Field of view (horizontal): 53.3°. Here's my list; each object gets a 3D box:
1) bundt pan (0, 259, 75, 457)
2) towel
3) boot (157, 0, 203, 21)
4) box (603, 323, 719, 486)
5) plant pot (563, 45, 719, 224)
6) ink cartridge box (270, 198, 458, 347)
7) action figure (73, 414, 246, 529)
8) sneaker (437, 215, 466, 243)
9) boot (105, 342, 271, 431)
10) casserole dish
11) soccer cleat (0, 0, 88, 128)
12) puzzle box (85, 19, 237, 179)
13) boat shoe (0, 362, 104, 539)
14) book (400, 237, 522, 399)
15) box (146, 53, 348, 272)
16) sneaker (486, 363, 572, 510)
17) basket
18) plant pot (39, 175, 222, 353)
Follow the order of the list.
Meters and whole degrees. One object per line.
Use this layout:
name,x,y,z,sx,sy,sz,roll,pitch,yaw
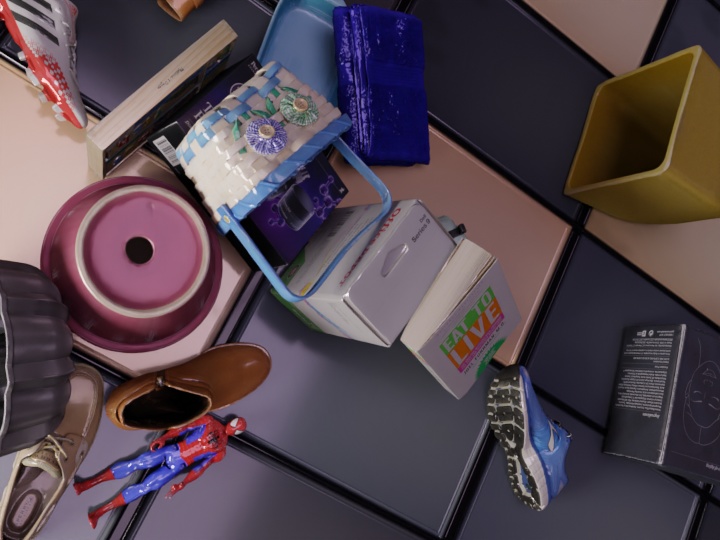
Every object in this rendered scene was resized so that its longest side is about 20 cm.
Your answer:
bundt pan,-0.346,0.085,0.715,0.075,0.200,0.205,0,84,-45
towel,0.035,-0.239,0.939,0.146,0.049,0.203,-7,95,-36
boot,-0.175,-0.366,0.881,0.199,0.074,0.156,32,75,0
box,0.490,0.202,1.061,0.198,0.124,0.199,19,77,-19
plant pot,0.458,-0.167,1.055,0.199,0.194,0.198,27,76,-22
ink cartridge box,0.000,0.000,0.842,0.088,0.199,0.146,45,70,-20
action figure,-0.220,0.220,0.822,0.198,0.052,0.066,-26,91,-24
sneaker,0.127,0.025,0.961,0.117,0.074,0.202,-29,95,-20
boot,-0.177,0.126,0.787,0.198,0.155,0.078,-8,87,-22
casserole dish,-0.073,-0.269,0.930,0.120,0.039,0.202,23,78,-18
soccer cleat,-0.347,-0.259,0.807,0.085,0.069,0.202,-30,91,-17
puzzle box,-0.226,-0.189,0.812,0.025,0.133,0.200,46,72,-10
boat shoe,-0.331,0.198,0.768,0.072,0.065,0.202,26,76,-17
book,0.122,0.066,0.841,0.048,0.200,0.134,34,83,31
box,-0.124,-0.122,0.837,0.201,0.078,0.142,53,52,-23
sneaker,0.238,0.222,0.994,0.088,0.078,0.202,-21,101,-29
basket,-0.076,-0.091,0.732,0.200,0.139,0.177,50,56,-14
plant pot,-0.237,-0.010,0.765,0.197,0.179,0.203,2,85,-22
